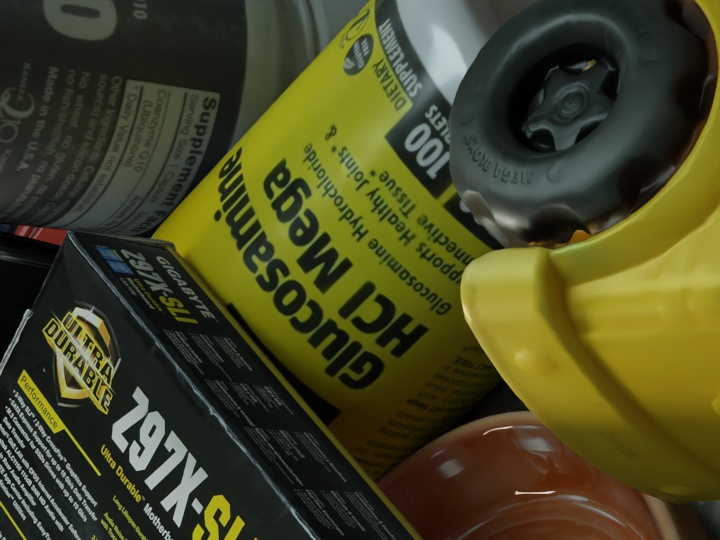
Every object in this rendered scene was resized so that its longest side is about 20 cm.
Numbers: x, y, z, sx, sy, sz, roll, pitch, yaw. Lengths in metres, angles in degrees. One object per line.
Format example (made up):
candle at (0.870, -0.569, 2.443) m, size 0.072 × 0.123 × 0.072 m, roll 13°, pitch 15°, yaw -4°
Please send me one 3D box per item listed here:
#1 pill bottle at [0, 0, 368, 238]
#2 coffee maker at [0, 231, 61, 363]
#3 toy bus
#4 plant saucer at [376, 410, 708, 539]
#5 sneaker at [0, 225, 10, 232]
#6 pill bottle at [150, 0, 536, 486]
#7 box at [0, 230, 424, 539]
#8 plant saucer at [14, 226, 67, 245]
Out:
pill bottle at (-0.098, -0.070, 0.786) m, size 0.113 × 0.199 × 0.114 m, roll -10°, pitch 78°, yaw 53°
coffee maker at (-0.158, 0.081, 0.802) m, size 0.134 × 0.192 × 0.202 m, roll 9°, pitch 89°, yaw 18°
toy bus at (0.138, -0.052, 0.579) m, size 0.191 × 0.136 × 0.201 m, roll -6°, pitch 58°, yaw 39°
plant saucer at (0.031, 0.139, 0.668) m, size 0.200 × 0.032 × 0.201 m, roll -36°, pitch 39°, yaw 37°
sneaker at (-0.233, 0.024, 1.101) m, size 0.085 × 0.077 × 0.201 m, roll -4°, pitch 59°, yaw 65°
pill bottle at (0.000, 0.000, 0.741) m, size 0.200 × 0.112 × 0.113 m, roll -45°, pitch 35°, yaw 26°
box at (-0.054, 0.111, 0.665) m, size 0.200 × 0.049 × 0.160 m, roll 46°, pitch 115°, yaw 38°
plant saucer at (-0.130, 0.053, 0.964) m, size 0.200 × 0.037 × 0.200 m, roll -55°, pitch 31°, yaw 12°
